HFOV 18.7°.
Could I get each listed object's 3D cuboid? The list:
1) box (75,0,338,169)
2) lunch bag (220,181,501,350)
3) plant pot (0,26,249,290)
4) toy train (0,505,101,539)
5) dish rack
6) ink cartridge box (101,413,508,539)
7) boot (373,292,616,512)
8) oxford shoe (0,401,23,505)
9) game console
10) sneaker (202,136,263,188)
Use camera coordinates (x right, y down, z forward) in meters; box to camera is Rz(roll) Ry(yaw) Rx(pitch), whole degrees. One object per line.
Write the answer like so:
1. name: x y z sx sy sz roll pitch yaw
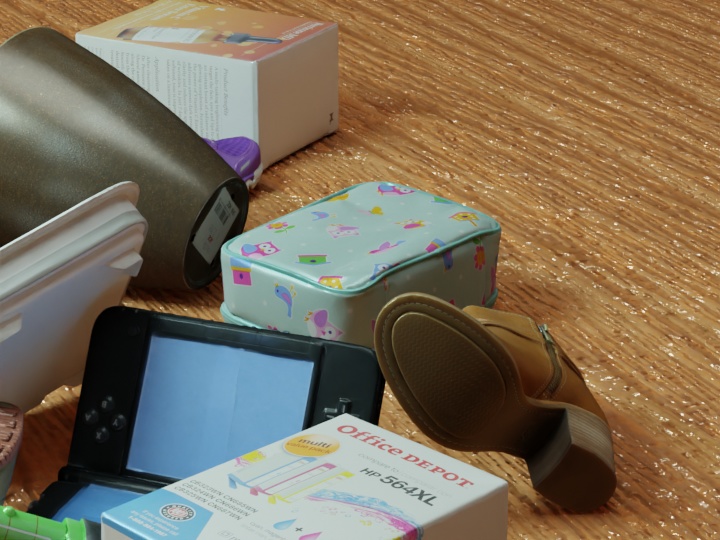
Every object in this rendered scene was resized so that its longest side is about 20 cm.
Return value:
1. box: -0.140 -0.175 2.034 0.199 0.107 0.152 11 24 27
2. lunch bag: 0.000 0.000 1.631 0.160 0.078 0.199 16 26 38
3. plant pot: -0.193 -0.067 1.694 0.199 0.188 0.187 23 29 20
4. toy train: -0.160 0.158 1.168 0.199 0.057 0.042 19 24 -22
5. dish rack: -0.209 0.041 1.391 0.171 0.200 0.044 -34 74 -35
6. ink cartridge box: -0.018 0.168 1.136 0.128 0.126 0.199 20 29 41
7. boot: 0.081 0.053 1.386 0.199 0.077 0.156 33 20 -20
8. oxford shoe: -0.242 0.141 1.268 0.070 0.074 0.200 6 27 8
9. game console: -0.104 0.112 1.301 0.199 0.174 0.119 9 -4 20
10. sneaker: -0.173 -0.099 1.866 0.199 0.089 0.080 -11 22 -28
